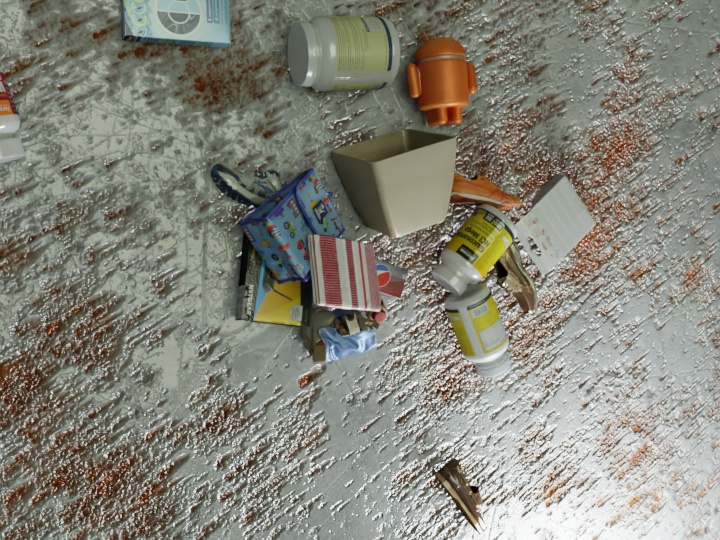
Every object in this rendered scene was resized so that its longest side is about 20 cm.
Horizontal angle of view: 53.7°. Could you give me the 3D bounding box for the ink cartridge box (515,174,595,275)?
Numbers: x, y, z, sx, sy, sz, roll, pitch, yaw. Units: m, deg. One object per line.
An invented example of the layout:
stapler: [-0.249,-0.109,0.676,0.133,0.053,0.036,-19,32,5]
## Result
ink cartridge box: [0.471,-0.112,1.765,0.200,0.047,0.160,-43,110,-11]

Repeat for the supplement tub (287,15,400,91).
supplement tub: [-0.035,-0.441,1.448,0.199,0.145,0.146,-8,97,-24]

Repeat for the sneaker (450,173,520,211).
sneaker: [0.297,-0.184,1.663,0.199,0.073,0.078,12,75,-29]

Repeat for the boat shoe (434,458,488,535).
boat shoe: [0.255,0.538,1.690,0.070,0.070,0.200,-37,108,-14]

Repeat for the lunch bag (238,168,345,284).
lunch bag: [-0.117,-0.095,1.416,0.200,0.094,0.151,-49,119,-36]

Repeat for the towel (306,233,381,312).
towel: [-0.032,0.007,1.419,0.200,0.023,0.145,9,70,-51]

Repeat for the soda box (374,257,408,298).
soda box: [0.000,0.000,1.539,0.199,0.063,0.070,20,83,-24]

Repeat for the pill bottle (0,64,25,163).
pill bottle: [-0.643,-0.280,1.196,0.109,0.109,0.201,-20,101,-22]

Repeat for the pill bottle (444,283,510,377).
pill bottle: [0.277,0.141,1.651,0.112,0.112,0.201,-28,105,-21]

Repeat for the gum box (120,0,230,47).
gum box: [-0.351,-0.520,1.350,0.199,0.045,0.171,-3,95,-24]

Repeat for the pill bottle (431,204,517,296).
pill bottle: [0.257,-0.044,1.624,0.112,0.112,0.200,43,82,-21]

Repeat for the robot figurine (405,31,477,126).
robot figurine: [0.180,-0.422,1.566,0.143,0.117,0.201,-4,97,15]

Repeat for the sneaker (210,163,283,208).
sneaker: [-0.209,-0.170,1.432,0.200,0.077,0.086,30,76,-33]

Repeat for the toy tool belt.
toy tool belt: [-0.020,0.134,1.489,0.199,0.123,0.125,-18,121,-13]

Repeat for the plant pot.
plant pot: [0.080,-0.181,1.502,0.199,0.200,0.178,-20,113,-22]

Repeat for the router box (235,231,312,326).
router box: [-0.170,0.009,1.452,0.148,0.051,0.201,8,80,-26]

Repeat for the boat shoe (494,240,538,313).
boat shoe: [0.359,0.017,1.707,0.072,0.076,0.201,-28,95,-17]
